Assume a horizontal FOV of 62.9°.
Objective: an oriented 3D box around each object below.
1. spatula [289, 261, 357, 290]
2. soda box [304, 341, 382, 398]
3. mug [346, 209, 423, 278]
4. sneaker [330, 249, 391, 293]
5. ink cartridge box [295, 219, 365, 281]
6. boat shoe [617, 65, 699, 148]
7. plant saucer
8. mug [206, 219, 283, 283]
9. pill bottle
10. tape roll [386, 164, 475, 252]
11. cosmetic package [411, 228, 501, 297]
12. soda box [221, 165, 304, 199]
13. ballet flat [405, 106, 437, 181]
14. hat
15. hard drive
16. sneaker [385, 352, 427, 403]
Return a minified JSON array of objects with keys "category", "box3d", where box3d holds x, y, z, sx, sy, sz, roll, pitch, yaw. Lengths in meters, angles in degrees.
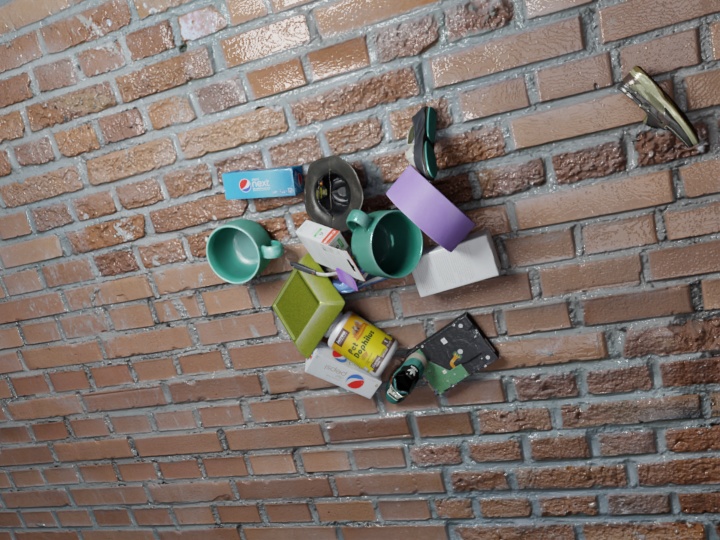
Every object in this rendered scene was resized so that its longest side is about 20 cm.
[{"category":"spatula","box3d":[-0.094,0.006,1.460,0.197,0.021,0.057,14,145,24]},{"category":"soda box","box3d":[-0.044,0.260,1.547,0.198,0.064,0.069,26,115,-15]},{"category":"mug","box3d":[0.048,-0.076,1.364,0.114,0.151,0.187,5,121,57]},{"category":"sneaker","box3d":[0.000,0.000,1.485,0.198,0.074,0.083,-22,100,14]},{"category":"ink cartridge box","box3d":[-0.062,-0.050,1.424,0.199,0.050,0.109,21,152,44]},{"category":"boat shoe","box3d":[0.604,-0.322,1.195,0.201,0.073,0.065,50,125,1]},{"category":"plant saucer","box3d":[-0.151,0.088,1.516,0.201,0.047,0.201,-56,51,24]},{"category":"mug","box3d":[-0.293,-0.047,1.530,0.184,0.114,0.153,31,113,6]},{"category":"pill bottle","box3d":[-0.009,0.179,1.521,0.199,0.109,0.110,32,114,6]},{"category":"tape roll","box3d":[0.157,-0.138,1.312,0.200,0.200,0.085,42,101,1]},{"category":"cosmetic package","box3d":[0.224,-0.018,1.405,0.198,0.071,0.103,-17,101,22]},{"category":"soda box","box3d":[-0.247,-0.223,1.496,0.197,0.064,0.069,-1,106,18]},{"category":"ballet flat","box3d":[0.135,-0.276,1.311,0.072,0.203,0.073,3,152,2]},{"category":"hat","box3d":[-0.048,-0.185,1.429,0.199,0.080,0.204,11,106,42]},{"category":"hard drive","box3d":[0.231,0.214,1.494,0.199,0.038,0.140,-38,92,23]},{"category":"sneaker","box3d":[0.102,0.292,1.514,0.071,0.080,0.201,36,135,11]}]
